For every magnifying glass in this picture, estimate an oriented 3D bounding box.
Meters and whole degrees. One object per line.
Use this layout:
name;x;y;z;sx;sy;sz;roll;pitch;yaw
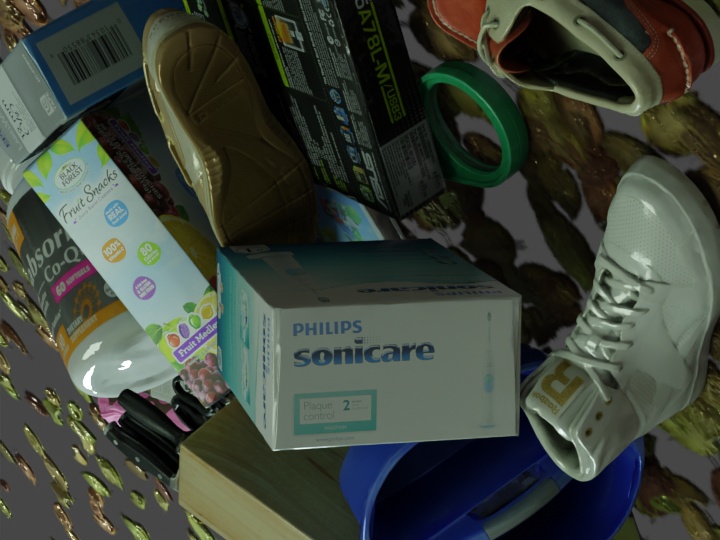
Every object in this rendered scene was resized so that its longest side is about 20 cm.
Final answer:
magnifying glass;0.044;-0.076;1.247;0.080;0.022;0.200;54;153;-4

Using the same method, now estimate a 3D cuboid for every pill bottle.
pill bottle;-0.191;-0.018;1.468;0.201;0.116;0.117;62;161;24

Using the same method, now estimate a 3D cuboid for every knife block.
knife block;-0.088;0.143;1.371;0.201;0.174;0.064;-98;9;-46

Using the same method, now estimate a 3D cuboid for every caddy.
caddy;0.084;0.136;1.269;0.142;0.199;0.105;59;170;-22

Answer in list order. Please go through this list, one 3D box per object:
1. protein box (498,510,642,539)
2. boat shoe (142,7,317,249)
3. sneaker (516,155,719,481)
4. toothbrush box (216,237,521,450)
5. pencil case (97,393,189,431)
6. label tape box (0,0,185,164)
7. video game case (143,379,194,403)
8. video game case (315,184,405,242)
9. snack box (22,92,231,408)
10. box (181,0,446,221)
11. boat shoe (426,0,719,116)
protein box;0.071;0.238;1.408;0.199;0.198;0.136;20;141;48
boat shoe;-0.083;-0.082;1.271;0.069;0.073;0.201;51;164;51
sneaker;0.142;0.038;1.122;0.074;0.115;0.201;35;149;34
toothbrush box;0.000;0.039;1.197;0.200;0.145;0.086;-147;55;-73
pencil case;-0.159;0.118;1.760;0.200;0.094;0.091;4;128;59
label tape box;-0.187;-0.138;1.397;0.066;0.143;0.200;58;154;-2
video game case;-0.159;-0.004;1.553;0.181;0.036;0.202;12;106;51
video game case;0.000;0.000;1.423;0.143;0.017;0.201;1;125;60
snack box;-0.116;-0.022;1.379;0.068;0.169;0.200;-38;89;22
box;-0.042;-0.145;1.243;0.193;0.047;0.201;28;144;51
boat shoe;0.097;-0.124;1.042;0.199;0.062;0.071;23;145;48
